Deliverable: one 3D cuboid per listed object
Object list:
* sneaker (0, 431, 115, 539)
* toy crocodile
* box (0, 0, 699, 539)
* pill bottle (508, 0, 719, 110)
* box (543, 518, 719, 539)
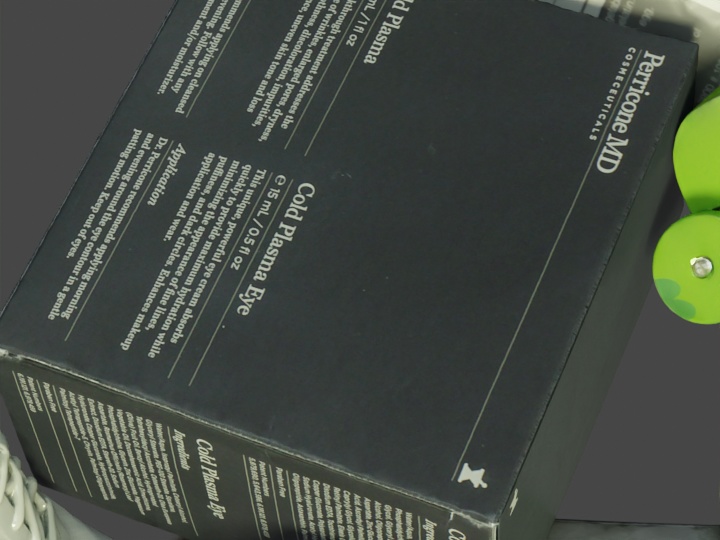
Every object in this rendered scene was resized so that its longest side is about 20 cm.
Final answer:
[{"bbox_3d":[-0.136,0.076,0.810,0.087,0.199,0.075,-48,35,22],"label":"sneaker"},{"bbox_3d":[0.151,0.032,0.840,0.061,0.067,0.202,-18,87,30],"label":"toy crocodile"},{"bbox_3d":[0.000,0.000,0.847,0.181,0.104,0.201,18,62,16],"label":"box"},{"bbox_3d":[0.094,-0.126,0.889,0.199,0.113,0.114,25,72,2],"label":"pill bottle"},{"bbox_3d":[0.054,0.183,0.829,0.142,0.036,0.202,2,67,5],"label":"box"}]
